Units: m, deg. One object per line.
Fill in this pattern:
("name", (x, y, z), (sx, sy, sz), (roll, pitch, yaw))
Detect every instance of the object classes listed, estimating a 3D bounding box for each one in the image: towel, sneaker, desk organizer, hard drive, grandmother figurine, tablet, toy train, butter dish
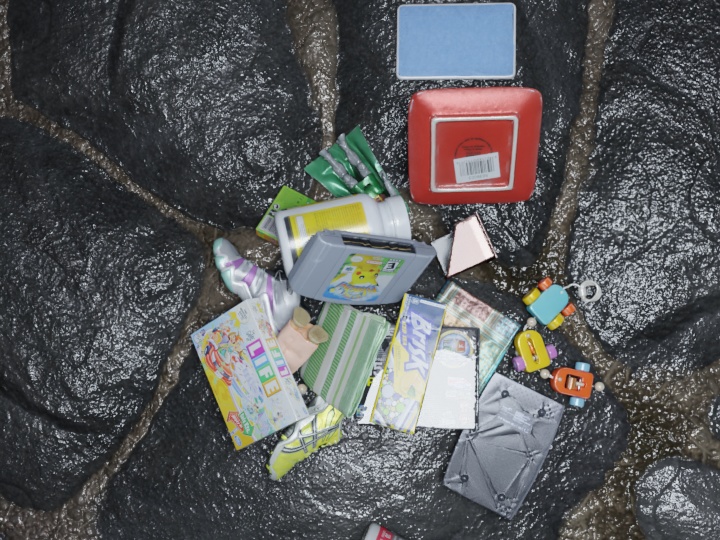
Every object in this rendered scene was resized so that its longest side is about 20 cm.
("towel", (-0.031, 0.127, 1.163), (0.023, 0.200, 0.153), (23, 88, -28))
("towel", (0.151, 0.136, 1.221), (0.147, 0.022, 0.200), (32, 90, 3))
("sneaker", (-0.075, 0.265, 1.208), (0.076, 0.075, 0.200), (40, 91, 6))
("sneaker", (-0.144, 0.011, 1.234), (0.140, 0.078, 0.200), (-30, 94, 1))
("desk organizer", (0.153, -0.032, 1.146), (0.077, 0.200, 0.072), (-24, 86, 5))
("hard drive", (0.226, 0.277, 1.199), (0.135, 0.042, 0.200), (26, 88, 6))
("grandmother figurine", (-0.134, 0.155, 1.199), (0.121, 0.061, 0.200), (50, 116, 12))
("tablet", (0.161, -0.385, 1.261), (0.200, 0.014, 0.130), (1, 87, 5))
("toy train", (0.316, 0.111, 1.200), (0.150, 0.056, 0.200), (8, 84, -6))
("butter dish", (0.174, -0.218, 1.191), (0.200, 0.148, 0.200), (-2, 126, 3))

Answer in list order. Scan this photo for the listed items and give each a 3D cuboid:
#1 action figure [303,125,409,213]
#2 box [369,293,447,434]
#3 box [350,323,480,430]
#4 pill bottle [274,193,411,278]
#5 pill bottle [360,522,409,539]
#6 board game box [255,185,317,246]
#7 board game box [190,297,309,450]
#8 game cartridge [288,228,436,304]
("action figure", (0.015, -0.132, 1.239), (0.118, 0.055, 0.200), (-40, 88, -2))
("box", (0.074, 0.141, 1.132), (0.070, 0.064, 0.200), (15, 80, 6))
("box", (0.086, 0.166, 1.181), (0.200, 0.044, 0.161), (3, 79, 3))
("pill bottle", (-0.028, -0.057, 1.163), (0.200, 0.112, 0.112), (-12, 85, -6))
("pill bottle", (0.082, 0.486, 1.163), (0.200, 0.111, 0.111), (25, 89, 5))
("board game box", (-0.063, -0.056, 1.236), (0.200, 0.030, 0.096), (26, 67, 8))
("board game box", (-0.175, 0.162, 1.169), (0.134, 0.034, 0.200), (-31, 77, 28))
("game cartridge", (0.000, 0.000, 1.126), (0.200, 0.133, 0.041), (6, 52, -28))
